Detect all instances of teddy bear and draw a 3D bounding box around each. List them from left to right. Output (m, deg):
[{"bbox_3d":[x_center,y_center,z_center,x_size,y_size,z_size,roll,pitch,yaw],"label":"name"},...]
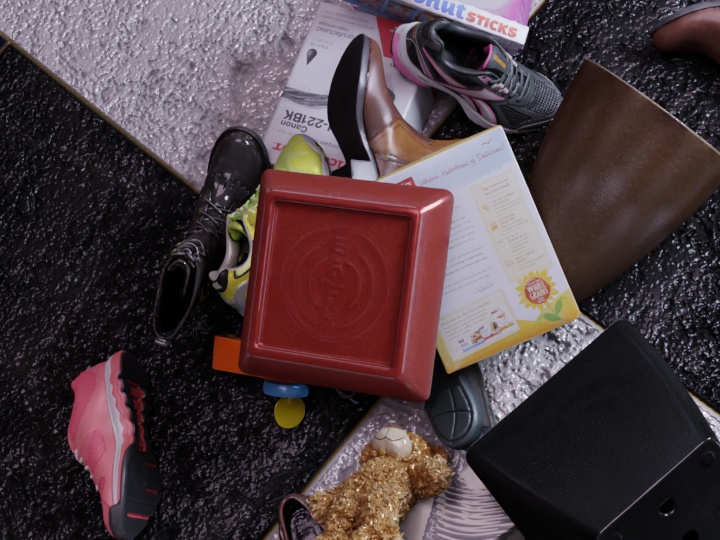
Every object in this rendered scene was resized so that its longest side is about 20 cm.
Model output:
[{"bbox_3d":[0.015,0.211,1.422,0.200,0.144,0.067,-44,106,-39],"label":"teddy bear"}]

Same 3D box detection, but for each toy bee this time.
[{"bbox_3d":[-0.052,0.103,1.534,0.199,0.108,0.132,34,110,35],"label":"toy bee"}]

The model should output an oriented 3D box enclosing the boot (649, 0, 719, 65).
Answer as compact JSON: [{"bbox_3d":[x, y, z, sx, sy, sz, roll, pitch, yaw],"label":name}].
[{"bbox_3d":[0.400,-0.177,1.564,0.186,0.069,0.202,-1,77,4],"label":"boot"}]

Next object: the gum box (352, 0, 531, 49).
[{"bbox_3d":[0.092,-0.321,1.668,0.198,0.066,0.115,8,72,15],"label":"gum box"}]

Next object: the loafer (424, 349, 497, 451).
[{"bbox_3d":[0.089,0.101,1.520,0.072,0.063,0.201,-37,49,25],"label":"loafer"}]

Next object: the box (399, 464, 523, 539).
[{"bbox_3d":[0.127,0.227,1.452,0.199,0.068,0.082,-37,66,-3],"label":"box"}]

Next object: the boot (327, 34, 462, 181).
[{"bbox_3d":[0.069,-0.137,1.532,0.198,0.068,0.190,4,74,-29],"label":"boot"}]

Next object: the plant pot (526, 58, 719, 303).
[{"bbox_3d":[0.240,-0.075,1.499,0.187,0.187,0.201,39,99,22],"label":"plant pot"}]

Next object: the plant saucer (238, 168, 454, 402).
[{"bbox_3d":[-0.021,0.012,1.414,0.198,0.037,0.202,8,91,20],"label":"plant saucer"}]

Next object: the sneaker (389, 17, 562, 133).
[{"bbox_3d":[0.131,-0.204,1.564,0.198,0.086,0.081,18,77,-23],"label":"sneaker"}]

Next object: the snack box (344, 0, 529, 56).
[{"bbox_3d":[0.076,-0.273,1.583,0.198,0.072,0.025,19,82,-6],"label":"snack box"}]

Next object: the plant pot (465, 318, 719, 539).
[{"bbox_3d":[0.248,0.202,1.330,0.199,0.201,0.177,-39,26,-4],"label":"plant pot"}]

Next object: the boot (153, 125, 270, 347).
[{"bbox_3d":[-0.155,-0.036,1.526,0.069,0.174,0.202,17,111,5],"label":"boot"}]

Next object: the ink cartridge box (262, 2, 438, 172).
[{"bbox_3d":[-0.009,-0.171,1.624,0.143,0.084,0.202,17,75,16],"label":"ink cartridge box"}]

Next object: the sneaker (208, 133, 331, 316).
[{"bbox_3d":[-0.089,-0.053,1.504,0.075,0.076,0.202,-7,59,47],"label":"sneaker"}]

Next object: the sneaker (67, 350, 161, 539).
[{"bbox_3d":[-0.263,0.189,1.561,0.086,0.074,0.202,-17,62,20],"label":"sneaker"}]

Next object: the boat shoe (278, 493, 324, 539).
[{"bbox_3d":[-0.031,0.311,1.455,0.070,0.070,0.201,-29,68,-1],"label":"boat shoe"}]

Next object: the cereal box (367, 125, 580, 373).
[{"bbox_3d":[0.109,-0.021,1.440,0.143,0.040,0.202,-22,94,8],"label":"cereal box"}]
